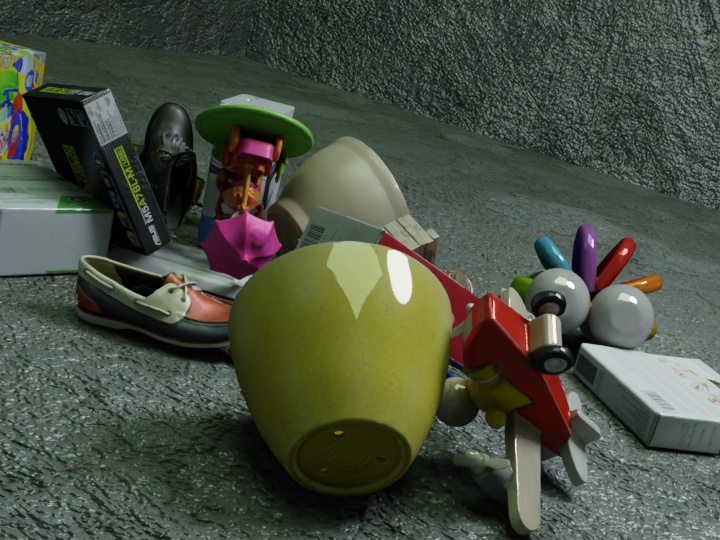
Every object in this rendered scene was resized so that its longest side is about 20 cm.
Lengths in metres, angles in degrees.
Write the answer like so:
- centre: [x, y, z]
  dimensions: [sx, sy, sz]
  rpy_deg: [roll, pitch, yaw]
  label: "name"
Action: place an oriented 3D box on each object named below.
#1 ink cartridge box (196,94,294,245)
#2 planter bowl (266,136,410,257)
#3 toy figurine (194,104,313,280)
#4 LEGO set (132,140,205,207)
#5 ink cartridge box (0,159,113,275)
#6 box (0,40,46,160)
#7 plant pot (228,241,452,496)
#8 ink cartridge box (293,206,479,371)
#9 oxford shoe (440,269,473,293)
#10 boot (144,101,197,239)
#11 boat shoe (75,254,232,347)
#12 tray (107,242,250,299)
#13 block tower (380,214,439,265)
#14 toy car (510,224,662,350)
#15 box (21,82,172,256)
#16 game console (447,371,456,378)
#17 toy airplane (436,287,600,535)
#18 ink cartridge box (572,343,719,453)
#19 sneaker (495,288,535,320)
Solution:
- centre: [-0.163, -0.139, 1.440]
  dimensions: [0.082, 0.203, 0.145]
  rpy_deg: [13, 16, 4]
  label: "ink cartridge box"
- centre: [-0.040, -0.057, 1.335]
  dimensions: [0.134, 0.202, 0.200]
  rpy_deg: [-28, 35, -24]
  label: "planter bowl"
- centre: [-0.149, -0.079, 1.246]
  dimensions: [0.148, 0.187, 0.200]
  rpy_deg: [12, -16, -16]
  label: "toy figurine"
- centre: [-0.333, -0.116, 1.465]
  dimensions: [0.197, 0.117, 0.154]
  rpy_deg: [18, -13, 5]
  label: "LEGO set"
- centre: [-0.413, -0.068, 1.217]
  dimensions: [0.145, 0.084, 0.199]
  rpy_deg: [-3, 23, -43]
  label: "ink cartridge box"
- centre: [-0.539, -0.208, 1.378]
  dimensions: [0.120, 0.203, 0.193]
  rpy_deg: [15, 17, 6]
  label: "box"
- centre: [-0.012, 0.099, 0.837]
  dimensions: [0.197, 0.201, 0.143]
  rpy_deg: [9, 42, -14]
  label: "plant pot"
- centre: [0.047, 0.027, 1.100]
  dimensions: [0.199, 0.085, 0.175]
  rpy_deg: [33, -6, -38]
  label: "ink cartridge box"
- centre: [0.040, 0.044, 1.273]
  dimensions: [0.197, 0.071, 0.075]
  rpy_deg: [2, -26, -4]
  label: "oxford shoe"
- centre: [-0.239, -0.134, 1.310]
  dimensions: [0.068, 0.203, 0.174]
  rpy_deg: [8, -7, -21]
  label: "boot"
- centre: [-0.206, 0.031, 1.053]
  dimensions: [0.197, 0.063, 0.071]
  rpy_deg: [11, 22, 11]
  label: "boat shoe"
- centre: [-0.221, -0.010, 1.287]
  dimensions: [0.197, 0.022, 0.107]
  rpy_deg: [16, 15, 10]
  label: "tray"
- centre: [0.000, 0.000, 1.215]
  dimensions: [0.198, 0.054, 0.058]
  rpy_deg: [-25, 55, -25]
  label: "block tower"
- centre: [0.301, 0.017, 1.330]
  dimensions: [0.197, 0.152, 0.175]
  rpy_deg: [14, 0, 4]
  label: "toy car"
- centre: [-0.324, -0.127, 1.233]
  dimensions: [0.047, 0.202, 0.192]
  rpy_deg: [-34, 30, -30]
  label: "box"
- centre: [-0.003, 0.110, 1.064]
  dimensions: [0.198, 0.119, 0.170]
  rpy_deg: [24, 50, 35]
  label: "game console"
- centre: [0.136, 0.117, 0.915]
  dimensions: [0.139, 0.202, 0.200]
  rpy_deg: [-12, -1, 16]
  label: "toy airplane"
- centre: [0.368, 0.150, 1.180]
  dimensions: [0.171, 0.044, 0.200]
  rpy_deg: [9, 16, -16]
  label: "ink cartridge box"
- centre: [0.174, 0.080, 1.186]
  dimensions: [0.074, 0.083, 0.200]
  rpy_deg: [9, 17, -14]
  label: "sneaker"
